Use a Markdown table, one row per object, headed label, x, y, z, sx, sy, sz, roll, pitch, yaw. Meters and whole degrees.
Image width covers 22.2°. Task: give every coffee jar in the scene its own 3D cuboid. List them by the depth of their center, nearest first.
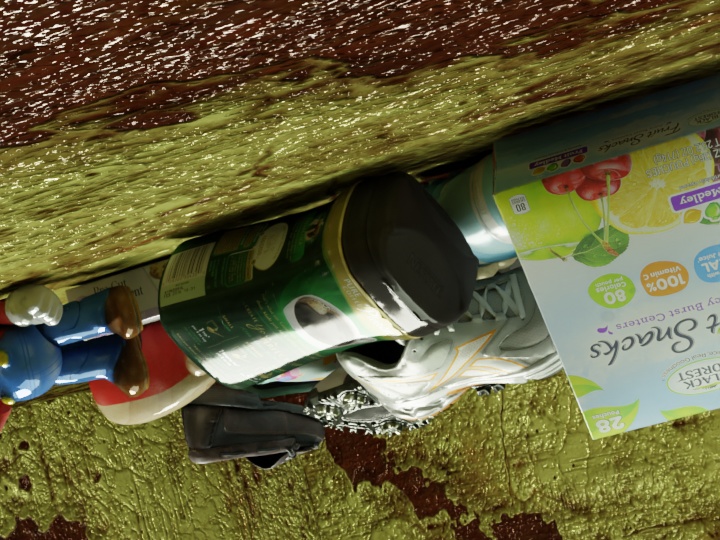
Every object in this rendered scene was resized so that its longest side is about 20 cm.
| label | x | y | z | sx | sy | sz | roll | pitch | yaw |
| --- | --- | --- | --- | --- | --- | --- | --- | --- | --- |
| coffee jar | -0.027 | 0.007 | 1.181 | 0.199 | 0.086 | 0.104 | -17 | 132 | 35 |

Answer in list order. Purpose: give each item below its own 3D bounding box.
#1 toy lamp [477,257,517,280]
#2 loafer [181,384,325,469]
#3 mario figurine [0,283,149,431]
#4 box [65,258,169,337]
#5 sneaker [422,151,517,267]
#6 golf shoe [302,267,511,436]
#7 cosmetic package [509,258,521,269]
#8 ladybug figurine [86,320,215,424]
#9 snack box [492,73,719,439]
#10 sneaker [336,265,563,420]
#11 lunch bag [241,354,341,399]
| label | x | y | z | sx | sy | sz | roll | pitch | yaw |
| --- | --- | --- | --- | --- | --- | --- | --- | --- | --- |
| toy lamp | 0.129 | -0.028 | 1.336 | 0.200 | 0.058 | 0.058 | -35 | -178 | -15 |
| loafer | -0.090 | 0.136 | 1.505 | 0.072 | 0.063 | 0.200 | -1 | 168 | 25 |
| mario figurine | -0.245 | 0.078 | 1.271 | 0.199 | 0.124 | 0.106 | -13 | -179 | -13 |
| box | -0.119 | 0.007 | 1.326 | 0.199 | 0.042 | 0.039 | -15 | 177 | 24 |
| sneaker | 0.112 | -0.041 | 1.254 | 0.199 | 0.080 | 0.130 | 2 | 164 | -44 |
| golf shoe | 0.044 | 0.064 | 1.398 | 0.199 | 0.088 | 0.077 | -24 | 139 | 27 |
| cosmetic package | 0.179 | -0.035 | 1.424 | 0.199 | 0.102 | 0.071 | -17 | 176 | 18 |
| ladybug figurine | -0.159 | 0.055 | 1.437 | 0.136 | 0.072 | 0.200 | -47 | -162 | -17 |
| snack box | 0.190 | -0.007 | 1.122 | 0.168 | 0.201 | 0.068 | -17 | -147 | 16 |
| sneaker | 0.068 | 0.038 | 1.231 | 0.200 | 0.076 | 0.092 | -29 | 139 | 29 |
| lunch bag | -0.024 | 0.037 | 1.526 | 0.169 | 0.123 | 0.200 | -8 | 176 | -15 |
